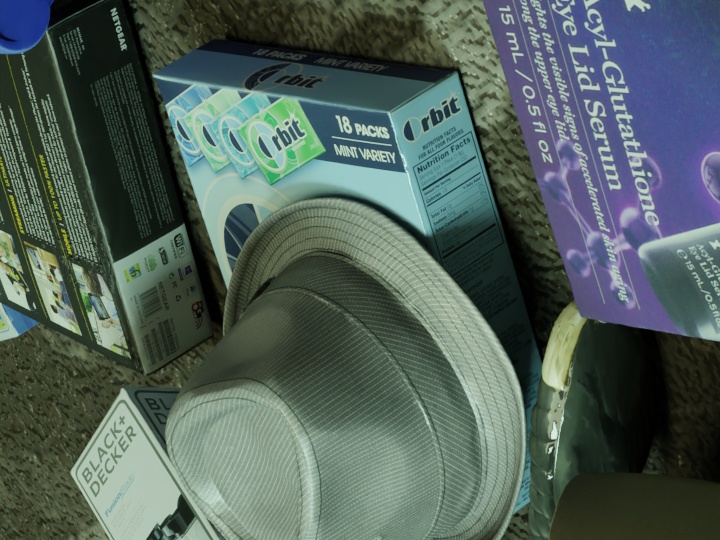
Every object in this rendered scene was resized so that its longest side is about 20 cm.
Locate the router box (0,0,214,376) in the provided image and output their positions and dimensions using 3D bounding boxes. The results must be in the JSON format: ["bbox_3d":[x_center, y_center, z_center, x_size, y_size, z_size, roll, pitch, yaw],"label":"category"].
[{"bbox_3d":[-0.157,-0.059,1.407,0.149,0.051,0.200,22,135,46],"label":"router box"}]

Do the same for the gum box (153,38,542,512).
[{"bbox_3d":[0.000,0.000,1.247,0.170,0.045,0.200,14,128,49],"label":"gum box"}]

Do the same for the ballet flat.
[{"bbox_3d":[0.089,0.088,1.180,0.057,0.066,0.200,37,143,36],"label":"ballet flat"}]

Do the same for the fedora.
[{"bbox_3d":[-0.021,0.071,1.208,0.177,0.090,0.200,52,149,8],"label":"fedora"}]

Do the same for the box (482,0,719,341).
[{"bbox_3d":[0.153,-0.058,0.920,0.200,0.104,0.148,8,124,52],"label":"box"}]

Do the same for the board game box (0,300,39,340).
[{"bbox_3d":[-0.268,-0.046,1.584,0.200,0.043,0.199,-14,106,58],"label":"board game box"}]

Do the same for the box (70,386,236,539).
[{"bbox_3d":[-0.041,0.144,1.309,0.060,0.117,0.200,-58,48,27],"label":"box"}]

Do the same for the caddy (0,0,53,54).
[{"bbox_3d":[-0.179,-0.189,1.236,0.105,0.141,0.200,13,127,46],"label":"caddy"}]

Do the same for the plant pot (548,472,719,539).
[{"bbox_3d":[0.160,0.172,1.069,0.134,0.200,0.200,-7,118,17],"label":"plant pot"}]
